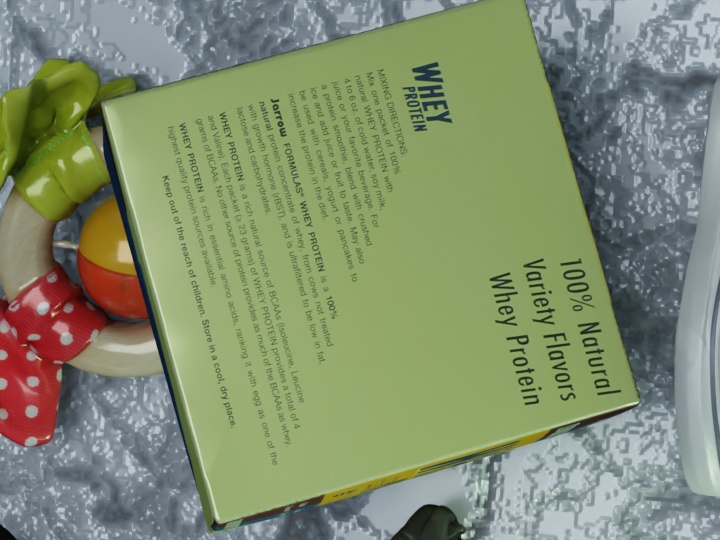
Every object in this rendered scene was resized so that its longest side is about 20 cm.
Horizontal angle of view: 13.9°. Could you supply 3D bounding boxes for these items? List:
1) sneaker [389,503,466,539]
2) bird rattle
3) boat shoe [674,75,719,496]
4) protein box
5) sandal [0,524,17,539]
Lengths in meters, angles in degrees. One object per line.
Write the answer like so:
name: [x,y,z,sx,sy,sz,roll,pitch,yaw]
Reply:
sneaker: [-0.022,0.193,1.457,0.090,0.066,0.201,31,102,14]
bird rattle: [-0.137,-0.005,1.484,0.162,0.113,0.201,9,96,3]
boat shoe: [0.190,0.007,1.377,0.066,0.073,0.201,4,91,22]
protein box: [0.000,0.000,1.377,0.199,0.135,0.200,-16,85,-6]
sandal: [-0.137,0.202,1.498,0.043,0.076,0.200,-39,89,16]
